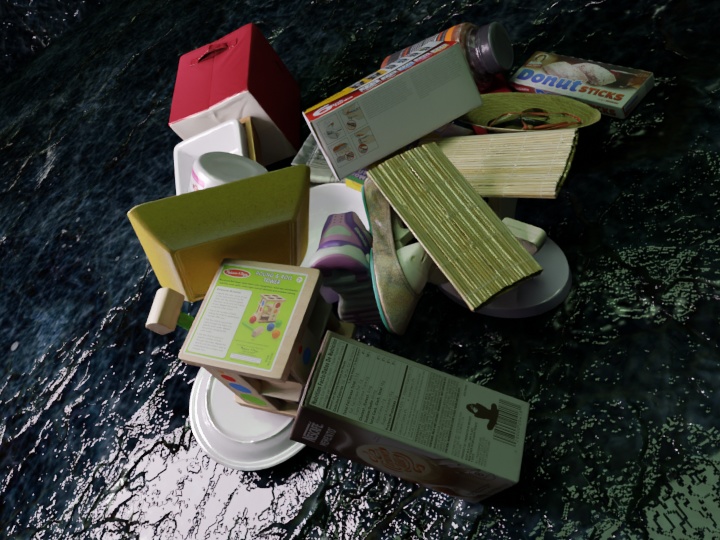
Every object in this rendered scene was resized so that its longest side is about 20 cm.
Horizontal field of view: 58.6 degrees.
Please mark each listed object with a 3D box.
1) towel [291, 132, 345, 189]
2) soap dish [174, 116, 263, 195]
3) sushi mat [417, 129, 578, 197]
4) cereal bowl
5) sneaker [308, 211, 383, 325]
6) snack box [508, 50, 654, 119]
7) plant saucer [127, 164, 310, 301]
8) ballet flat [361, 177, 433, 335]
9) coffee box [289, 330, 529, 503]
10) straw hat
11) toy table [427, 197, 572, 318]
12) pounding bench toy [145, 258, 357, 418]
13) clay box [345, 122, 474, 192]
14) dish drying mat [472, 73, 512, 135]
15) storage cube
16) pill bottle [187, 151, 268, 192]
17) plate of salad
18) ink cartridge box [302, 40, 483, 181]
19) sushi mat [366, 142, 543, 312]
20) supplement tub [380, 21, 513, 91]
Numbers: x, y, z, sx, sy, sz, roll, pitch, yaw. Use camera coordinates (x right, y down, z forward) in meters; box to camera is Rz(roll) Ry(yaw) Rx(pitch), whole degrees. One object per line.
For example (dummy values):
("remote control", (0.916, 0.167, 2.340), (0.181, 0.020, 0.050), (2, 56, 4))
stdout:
("towel", (0.001, -0.189, 0.999), (0.199, 0.035, 0.193), (5, 47, 15))
("soap dish", (-0.232, -0.143, 1.090), (0.156, 0.081, 0.201), (-18, 69, 20))
("sushi mat", (0.141, -0.122, 0.736), (0.199, 0.012, 0.096), (4, 54, 35))
("cereal bowl", (-0.056, -0.024, 0.911), (0.199, 0.083, 0.201), (-18, 45, 20))
("sneaker", (0.000, 0.000, 0.767), (0.080, 0.200, 0.089), (-9, 58, 13))
("snack box", (0.313, -0.271, 0.926), (0.072, 0.024, 0.200), (-47, 44, -9))
("plant saucer", (-0.147, -0.028, 0.753), (0.199, 0.200, 0.049), (-17, 68, -13))
("ballet flat", (0.044, -0.030, 0.695), (0.067, 0.068, 0.201), (-21, 60, 21))
("coffee box", (0.042, 0.143, 0.610), (0.199, 0.115, 0.080), (20, 59, -1))
("straw hat", (0.210, -0.171, 0.849), (0.200, 0.086, 0.201), (-3, 28, 1))
("toy table", (0.145, -0.032, 0.764), (0.199, 0.117, 0.184), (11, 61, 38))
("pounding bench toy", (-0.127, 0.081, 0.743), (0.199, 0.156, 0.125), (7, 61, 23))
("clay box", (0.065, -0.151, 0.902), (0.114, 0.048, 0.200), (25, 49, 22))
("dish drying mat", (0.204, -0.240, 0.977), (0.076, 0.018, 0.201), (-25, 44, 14))
("storage cube", (-0.221, -0.302, 1.181), (0.170, 0.200, 0.181), (-17, 53, 19))
("pill bottle", (-0.209, -0.064, 0.957), (0.114, 0.113, 0.201), (58, 135, 47))
("plate of salad", (-0.123, 0.157, 0.819), (0.199, 0.048, 0.201), (-9, 55, 13))
("ink cartridge box", (0.031, -0.213, 0.835), (0.199, 0.084, 0.176), (-28, 21, 1))
("sushi mat", (0.095, -0.053, 0.673), (0.095, 0.012, 0.200), (-25, 63, -19))
("supplement tub", (0.133, -0.315, 0.997), (0.199, 0.107, 0.107), (-10, 48, 42))
